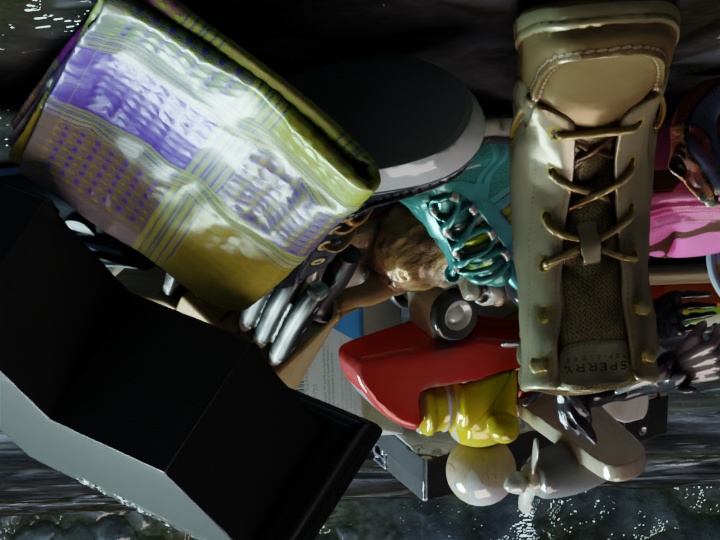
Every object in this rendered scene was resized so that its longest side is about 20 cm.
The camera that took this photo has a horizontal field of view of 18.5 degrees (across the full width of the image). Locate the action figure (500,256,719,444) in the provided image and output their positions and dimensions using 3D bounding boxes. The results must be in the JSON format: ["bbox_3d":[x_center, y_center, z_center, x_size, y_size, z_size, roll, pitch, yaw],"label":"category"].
[{"bbox_3d":[0.147,0.020,1.259,0.102,0.119,0.200,-26,-177,25],"label":"action figure"}]

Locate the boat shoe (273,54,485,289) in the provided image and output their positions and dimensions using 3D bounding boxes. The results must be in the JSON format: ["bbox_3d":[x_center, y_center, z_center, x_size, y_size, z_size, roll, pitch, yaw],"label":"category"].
[{"bbox_3d":[-0.014,-0.042,1.024,0.199,0.071,0.091,0,141,37],"label":"boat shoe"}]

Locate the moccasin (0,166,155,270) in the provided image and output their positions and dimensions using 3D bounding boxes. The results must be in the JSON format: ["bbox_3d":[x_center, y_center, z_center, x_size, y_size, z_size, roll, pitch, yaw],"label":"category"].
[{"bbox_3d":[-0.192,-0.017,1.213,0.199,0.069,0.080,-10,166,41],"label":"moccasin"}]

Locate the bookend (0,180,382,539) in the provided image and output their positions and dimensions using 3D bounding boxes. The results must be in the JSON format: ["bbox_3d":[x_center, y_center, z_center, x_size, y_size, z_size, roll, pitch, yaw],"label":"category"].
[{"bbox_3d":[-0.126,0.035,1.063,0.198,0.092,0.200,19,158,40],"label":"bookend"}]

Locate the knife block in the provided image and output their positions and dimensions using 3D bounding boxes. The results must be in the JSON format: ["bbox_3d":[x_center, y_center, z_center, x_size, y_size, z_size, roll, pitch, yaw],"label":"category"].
[{"bbox_3d":[-0.054,0.042,1.227,0.175,0.201,0.064,11,-138,44],"label":"knife block"}]

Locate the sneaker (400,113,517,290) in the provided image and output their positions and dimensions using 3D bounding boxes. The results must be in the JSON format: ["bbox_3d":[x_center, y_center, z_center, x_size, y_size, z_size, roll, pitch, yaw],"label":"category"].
[{"bbox_3d":[0.062,-0.033,1.123,0.077,0.080,0.200,-7,167,30],"label":"sneaker"}]

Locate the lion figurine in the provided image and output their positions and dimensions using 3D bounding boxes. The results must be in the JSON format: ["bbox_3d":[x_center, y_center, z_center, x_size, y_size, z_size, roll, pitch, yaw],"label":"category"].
[{"bbox_3d":[0.000,0.000,1.302,0.122,0.073,0.199,-19,-174,-35],"label":"lion figurine"}]

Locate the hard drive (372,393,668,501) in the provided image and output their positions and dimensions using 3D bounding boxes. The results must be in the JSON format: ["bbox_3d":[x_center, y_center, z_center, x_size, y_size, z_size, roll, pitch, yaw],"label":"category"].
[{"bbox_3d":[0.096,0.094,1.540,0.199,0.038,0.140,-13,-154,-25],"label":"hard drive"}]

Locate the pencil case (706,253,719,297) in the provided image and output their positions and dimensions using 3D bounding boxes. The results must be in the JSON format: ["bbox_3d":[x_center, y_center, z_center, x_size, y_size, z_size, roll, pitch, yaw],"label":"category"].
[{"bbox_3d":[0.253,0.008,1.322,0.083,0.091,0.200,-3,168,12],"label":"pencil case"}]

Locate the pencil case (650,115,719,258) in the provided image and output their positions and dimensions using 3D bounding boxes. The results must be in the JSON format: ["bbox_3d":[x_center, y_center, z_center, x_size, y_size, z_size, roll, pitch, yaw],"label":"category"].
[{"bbox_3d":[0.205,-0.040,1.079,0.198,0.091,0.094,-4,-152,7],"label":"pencil case"}]

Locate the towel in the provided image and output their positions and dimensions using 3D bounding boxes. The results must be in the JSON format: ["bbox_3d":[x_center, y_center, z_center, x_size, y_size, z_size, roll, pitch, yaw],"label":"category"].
[{"bbox_3d":[-0.078,-0.048,0.964,0.143,0.023,0.200,37,154,-8],"label":"towel"}]

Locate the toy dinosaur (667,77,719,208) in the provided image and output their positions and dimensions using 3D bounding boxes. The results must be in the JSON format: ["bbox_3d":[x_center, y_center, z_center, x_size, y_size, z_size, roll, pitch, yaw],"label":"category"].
[{"bbox_3d":[0.241,-0.057,1.012,0.181,0.106,0.199,17,-165,37],"label":"toy dinosaur"}]

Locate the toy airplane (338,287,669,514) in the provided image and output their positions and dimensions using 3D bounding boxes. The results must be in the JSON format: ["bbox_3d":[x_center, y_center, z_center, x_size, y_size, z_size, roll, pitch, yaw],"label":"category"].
[{"bbox_3d":[0.098,0.080,1.385,0.198,0.142,0.200,18,-168,15],"label":"toy airplane"}]

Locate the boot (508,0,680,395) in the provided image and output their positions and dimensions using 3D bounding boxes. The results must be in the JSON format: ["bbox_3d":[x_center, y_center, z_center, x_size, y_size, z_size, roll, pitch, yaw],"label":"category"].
[{"bbox_3d":[0.099,-0.027,0.951,0.072,0.157,0.200,0,169,-2],"label":"boot"}]

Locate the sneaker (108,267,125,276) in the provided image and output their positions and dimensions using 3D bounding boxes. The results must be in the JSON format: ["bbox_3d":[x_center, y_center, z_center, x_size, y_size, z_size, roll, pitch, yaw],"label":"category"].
[{"bbox_3d":[-0.154,0.011,1.370,0.080,0.071,0.200,2,169,-27],"label":"sneaker"}]

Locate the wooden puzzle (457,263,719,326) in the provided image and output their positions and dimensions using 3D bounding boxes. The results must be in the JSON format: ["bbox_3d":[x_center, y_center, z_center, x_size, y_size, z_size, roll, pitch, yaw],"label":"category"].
[{"bbox_3d":[0.180,0.023,1.538,0.199,0.038,0.185,3,169,-18],"label":"wooden puzzle"}]

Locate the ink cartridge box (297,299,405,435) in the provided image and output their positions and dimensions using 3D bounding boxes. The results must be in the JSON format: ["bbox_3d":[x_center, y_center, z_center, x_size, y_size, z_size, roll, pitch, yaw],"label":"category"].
[{"bbox_3d":[-0.074,0.058,1.487,0.199,0.117,0.068,-6,170,25],"label":"ink cartridge box"}]
